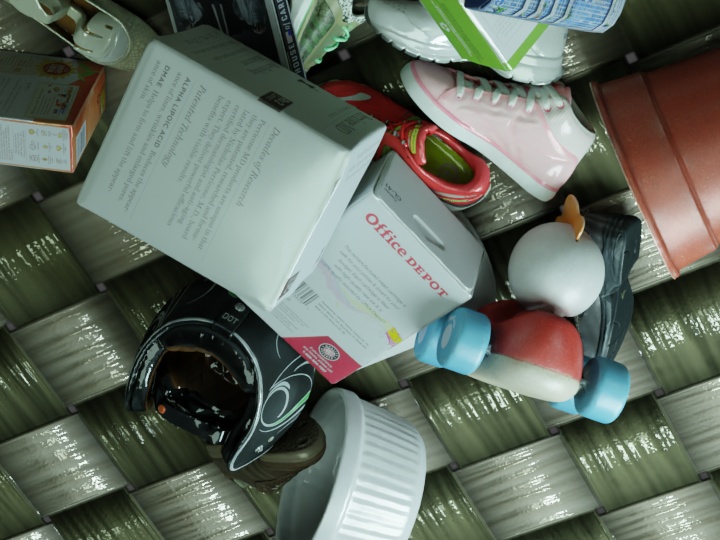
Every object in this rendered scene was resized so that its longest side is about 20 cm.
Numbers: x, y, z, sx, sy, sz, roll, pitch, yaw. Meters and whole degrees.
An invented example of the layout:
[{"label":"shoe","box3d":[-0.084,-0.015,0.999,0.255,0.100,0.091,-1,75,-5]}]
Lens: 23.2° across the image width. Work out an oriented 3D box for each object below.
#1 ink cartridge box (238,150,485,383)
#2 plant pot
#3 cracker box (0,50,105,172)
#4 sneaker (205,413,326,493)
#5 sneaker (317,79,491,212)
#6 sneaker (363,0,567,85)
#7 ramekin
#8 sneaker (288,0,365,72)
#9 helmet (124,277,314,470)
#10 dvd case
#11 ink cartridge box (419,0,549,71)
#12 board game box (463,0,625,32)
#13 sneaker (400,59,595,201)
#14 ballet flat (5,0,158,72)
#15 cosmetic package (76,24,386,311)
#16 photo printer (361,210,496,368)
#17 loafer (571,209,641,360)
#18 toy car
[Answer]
[{"label":"ink cartridge box","box3d":[0.000,0.000,1.706,0.200,0.086,0.148,-33,111,32]},{"label":"plant pot","box3d":[0.340,-0.123,1.623,0.194,0.201,0.201,-24,117,12]},{"label":"cracker box","box3d":[-0.361,-0.162,1.718,0.198,0.134,0.058,8,124,3]},{"label":"sneaker","box3d":[-0.090,0.205,1.918,0.199,0.070,0.076,-2,124,54]},{"label":"sneaker","box3d":[0.042,-0.131,1.695,0.199,0.077,0.085,28,166,-7]},{"label":"sneaker","box3d":[0.102,-0.237,1.654,0.198,0.075,0.088,10,112,-7]},{"label":"ramekin","box3d":[-0.008,0.237,1.895,0.104,0.201,0.201,19,124,-15]},{"label":"sneaker","box3d":[-0.034,-0.233,1.670,0.088,0.077,0.201,8,128,-12]},{"label":"helmet","box3d":[-0.139,0.101,1.825,0.198,0.191,0.202,4,103,16]},{"label":"dvd case","box3d":[-0.121,-0.230,1.648,0.150,0.025,0.201,8,121,42]},{"label":"ink cartridge box","box3d":[0.105,-0.299,1.533,0.148,0.076,0.200,-51,127,-12]},{"label":"board game box","box3d":[0.199,-0.308,1.511,0.199,0.062,0.202,3,102,-36]},{"label":"sneaker","box3d":[0.140,-0.162,1.688,0.200,0.076,0.105,36,116,-16]},{"label":"ballet flat","box3d":[-0.283,-0.243,1.697,0.199,0.063,0.068,31,122,-13]},{"label":"cosmetic package","box3d":[-0.110,-0.095,1.552,0.199,0.165,0.166,29,107,4]},{"label":"photo printer","box3d":[0.032,0.003,1.809,0.199,0.070,0.167,-23,117,20]},{"label":"loafer","box3d":[0.240,0.024,1.804,0.072,0.073,0.201,18,122,22]},{"label":"toy car","box3d":[0.179,0.024,1.725,0.183,0.177,0.201,20,87,-12]}]
